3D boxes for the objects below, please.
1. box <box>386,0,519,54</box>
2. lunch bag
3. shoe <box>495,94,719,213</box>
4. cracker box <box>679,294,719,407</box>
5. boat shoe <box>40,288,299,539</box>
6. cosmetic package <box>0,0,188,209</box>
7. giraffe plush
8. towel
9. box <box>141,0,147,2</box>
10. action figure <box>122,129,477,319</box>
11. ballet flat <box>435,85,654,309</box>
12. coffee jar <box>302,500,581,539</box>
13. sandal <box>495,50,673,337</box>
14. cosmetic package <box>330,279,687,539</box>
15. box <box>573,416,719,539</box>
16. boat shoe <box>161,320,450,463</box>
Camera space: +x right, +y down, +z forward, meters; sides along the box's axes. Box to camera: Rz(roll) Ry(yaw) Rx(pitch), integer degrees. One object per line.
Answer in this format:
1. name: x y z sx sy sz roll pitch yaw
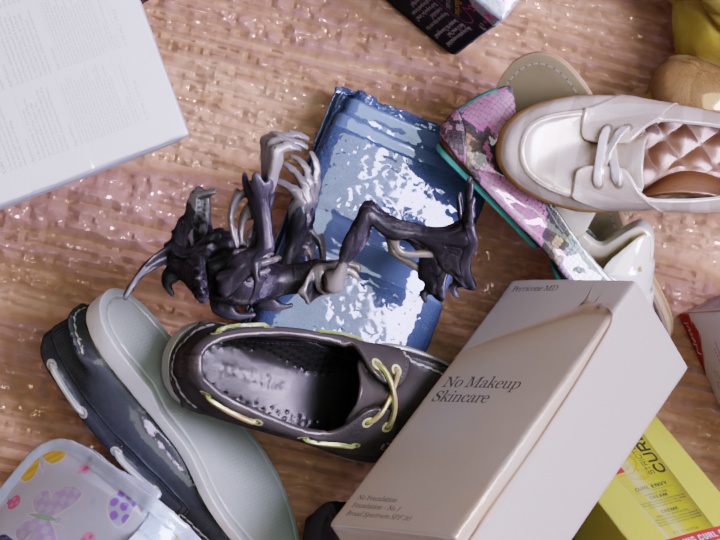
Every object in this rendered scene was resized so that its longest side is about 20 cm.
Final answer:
1. box: 0.088 -0.246 1.417 0.114 0.132 0.201 37 81 -7
2. lunch bag: -0.171 0.186 1.307 0.127 0.200 0.170 40 81 -8
3. shoe: 0.177 -0.067 1.361 0.198 0.053 0.071 4 81 -9
4. cracker box: 0.268 0.073 1.406 0.057 0.200 0.135 -25 92 -11
5. boat shoe: -0.111 0.103 1.397 0.060 0.076 0.201 -29 98 28
6. cosmetic package: -0.201 -0.141 1.320 0.150 0.052 0.202 -20 93 -12
7. giraffe plush: 0.220 -0.133 1.448 0.199 0.172 0.163 17 96 -46
8. towel: 0.000 0.000 1.430 0.111 0.049 0.201 23 82 -11
9. box: -0.221 -0.204 1.381 0.100 0.075 0.200 -42 98 -10
10. action figure: -0.035 -0.025 1.344 0.198 0.119 0.103 -2 89 -1
11. ballet flat: 0.128 -0.025 1.403 0.071 0.069 0.200 -37 99 11
12. coffee jar: 0.064 0.187 1.404 0.198 0.104 0.086 3 111 -12
13. sandal: 0.141 -0.046 1.461 0.077 0.070 0.213 -15 110 26
14. cosmetic package: 0.085 0.098 1.328 0.200 0.103 0.073 -53 123 -31
15. box: 0.156 0.130 1.382 0.075 0.200 0.050 -11 125 -18
16. boat shoe: -0.013 0.072 1.364 0.199 0.061 0.072 10 86 -18
